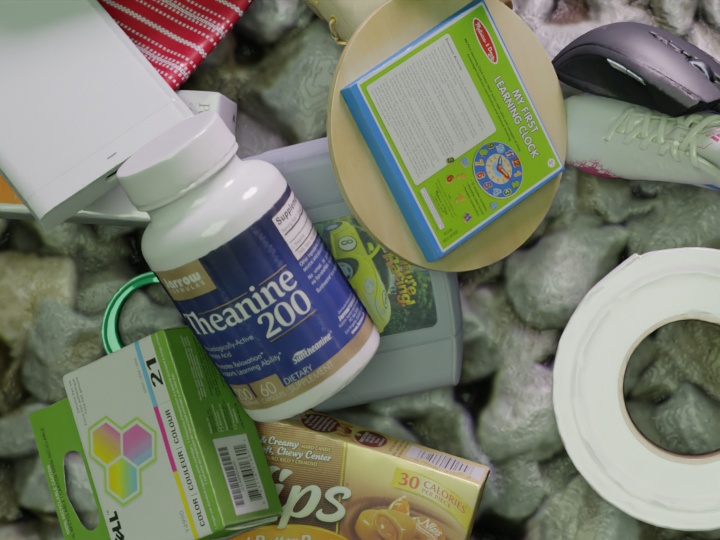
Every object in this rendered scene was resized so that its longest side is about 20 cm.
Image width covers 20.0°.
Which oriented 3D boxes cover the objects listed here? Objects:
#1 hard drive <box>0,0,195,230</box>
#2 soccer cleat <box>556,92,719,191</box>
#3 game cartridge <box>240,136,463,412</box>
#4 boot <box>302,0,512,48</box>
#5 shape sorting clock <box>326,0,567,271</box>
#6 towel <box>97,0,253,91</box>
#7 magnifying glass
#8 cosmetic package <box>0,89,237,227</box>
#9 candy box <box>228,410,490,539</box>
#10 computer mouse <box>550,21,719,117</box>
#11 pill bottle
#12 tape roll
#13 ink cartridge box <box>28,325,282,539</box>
[{"bbox_3d":[-0.226,-0.136,1.459,0.132,0.026,0.200,-35,65,-13],"label":"hard drive"},{"bbox_3d":[0.230,-0.095,1.460,0.199,0.086,0.070,10,89,9],"label":"soccer cleat"},{"bbox_3d":[0.000,0.000,1.473,0.133,0.041,0.201,-14,106,14],"label":"game cartridge"},{"bbox_3d":[-0.004,-0.161,1.504,0.155,0.073,0.200,39,99,12],"label":"boot"},{"bbox_3d":[0.062,-0.099,1.426,0.199,0.039,0.201,-1,92,-28],"label":"shape sorting clock"},{"bbox_3d":[-0.179,-0.183,1.506,0.144,0.023,0.200,32,70,19],"label":"towel"},{"bbox_3d":[-0.109,0.009,1.536,0.200,0.022,0.080,-35,83,4],"label":"magnifying glass"},{"bbox_3d":[-0.198,-0.086,1.527,0.199,0.071,0.102,3,87,8],"label":"cosmetic package"},{"bbox_3d":[-0.017,0.173,1.489,0.199,0.055,0.116,17,102,9],"label":"candy box"},{"bbox_3d":[0.244,-0.150,1.455,0.200,0.140,0.046,26,127,39],"label":"computer mouse"},{"bbox_3d":[-0.081,-0.005,1.403,0.111,0.111,0.200,-31,107,5],"label":"pill bottle"},{"bbox_3d":[0.237,0.083,1.459,0.202,0.071,0.203,0,88,9],"label":"tape roll"},{"bbox_3d":[-0.172,0.142,1.470,0.200,0.076,0.148,-24,79,30],"label":"ink cartridge box"}]
